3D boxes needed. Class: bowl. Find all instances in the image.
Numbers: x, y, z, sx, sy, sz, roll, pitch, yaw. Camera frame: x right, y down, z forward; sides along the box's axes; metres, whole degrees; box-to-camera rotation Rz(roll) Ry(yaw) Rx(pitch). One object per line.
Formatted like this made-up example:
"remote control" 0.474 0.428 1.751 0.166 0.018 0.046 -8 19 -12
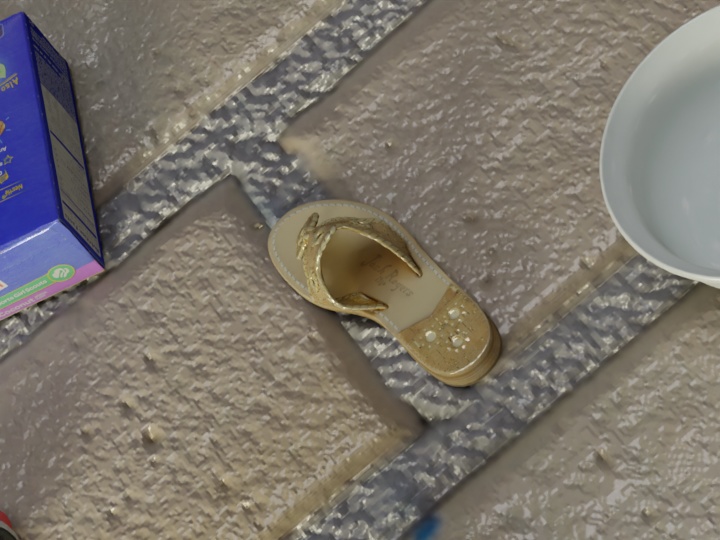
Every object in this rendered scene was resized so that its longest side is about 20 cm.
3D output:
"bowl" 0.251 -0.062 1.547 0.201 0.090 0.201 -14 57 22

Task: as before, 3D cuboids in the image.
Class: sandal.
"sandal" 0.004 -0.004 1.662 0.078 0.070 0.212 -49 51 -6

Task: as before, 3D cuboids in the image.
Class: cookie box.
"cookie box" -0.282 -0.059 1.849 0.171 0.075 0.200 -24 53 14

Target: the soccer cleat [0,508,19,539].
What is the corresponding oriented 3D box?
"soccer cleat" -0.303 0.230 1.703 0.200 0.068 0.073 -45 27 2
